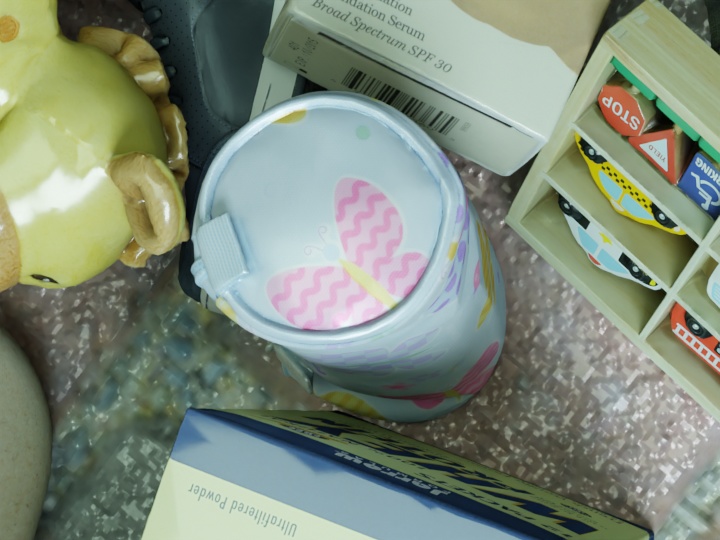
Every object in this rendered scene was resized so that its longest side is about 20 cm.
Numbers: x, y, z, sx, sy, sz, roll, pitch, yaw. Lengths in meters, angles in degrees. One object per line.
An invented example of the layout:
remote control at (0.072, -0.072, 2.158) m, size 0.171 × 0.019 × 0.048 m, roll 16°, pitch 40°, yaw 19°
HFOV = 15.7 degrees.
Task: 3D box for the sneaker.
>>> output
sneaker at (-0.082, -0.092, 0.971) m, size 0.145 × 0.077 × 0.204 m, roll 10°, pitch 81°, yaw 4°

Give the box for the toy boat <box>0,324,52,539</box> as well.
toy boat at (-0.204, 0.095, 0.986) m, size 0.130 × 0.130 × 0.201 m, roll 17°, pitch 91°, yaw 42°

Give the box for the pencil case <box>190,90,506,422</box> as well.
pencil case at (0.000, 0.000, 0.893) m, size 0.090 × 0.200 × 0.084 m, roll -5°, pitch 79°, yaw 6°

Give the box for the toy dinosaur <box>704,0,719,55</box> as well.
toy dinosaur at (0.159, -0.078, 0.938) m, size 0.088 × 0.047 × 0.201 m, roll -14°, pitch 80°, yaw 19°

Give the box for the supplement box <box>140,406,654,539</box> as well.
supplement box at (-0.004, 0.160, 0.881) m, size 0.133 × 0.200 × 0.201 m, roll 19°, pitch 91°, yaw 13°

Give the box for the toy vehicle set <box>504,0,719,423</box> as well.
toy vehicle set at (0.145, 0.011, 0.898) m, size 0.200 × 0.124 × 0.026 m, roll 44°, pitch 60°, yaw 12°

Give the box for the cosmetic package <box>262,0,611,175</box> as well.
cosmetic package at (0.054, -0.147, 0.917) m, size 0.105 × 0.071 × 0.201 m, roll 24°, pitch 79°, yaw -5°

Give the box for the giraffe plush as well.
giraffe plush at (-0.135, -0.060, 0.896) m, size 0.199 × 0.173 × 0.163 m, roll -29°, pitch 99°, yaw 12°
